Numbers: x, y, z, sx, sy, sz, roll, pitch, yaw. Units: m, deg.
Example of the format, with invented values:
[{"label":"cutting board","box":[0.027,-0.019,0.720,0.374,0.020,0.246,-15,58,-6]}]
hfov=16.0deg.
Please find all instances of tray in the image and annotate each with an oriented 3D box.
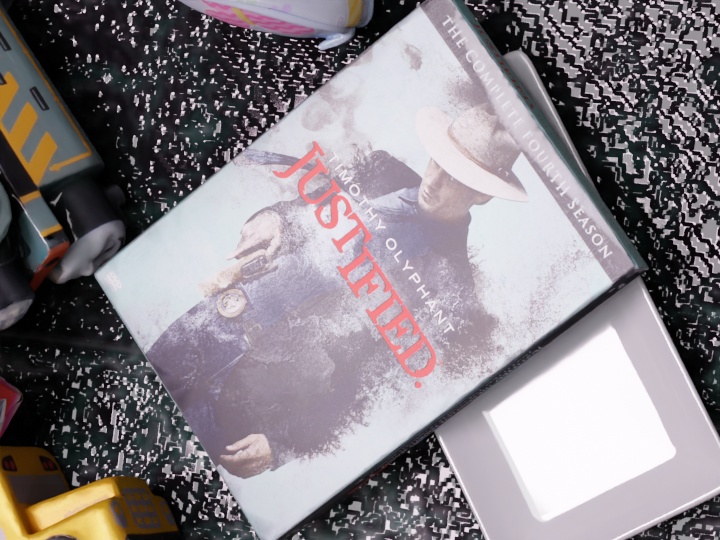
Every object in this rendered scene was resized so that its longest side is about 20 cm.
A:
[{"label":"tray","box":[0.067,0.021,1.054,0.107,0.022,0.200,-29,78,15]}]

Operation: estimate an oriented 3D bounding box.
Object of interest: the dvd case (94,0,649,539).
[{"label":"dvd case","box":[0.000,0.000,1.057,0.200,0.022,0.146,-37,75,16]}]

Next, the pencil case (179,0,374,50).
[{"label":"pencil case","box":[-0.022,-0.196,1.067,0.091,0.083,0.200,13,91,-17]}]

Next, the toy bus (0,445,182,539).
[{"label":"toy bus","box":[-0.180,0.137,1.115,0.200,0.065,0.078,-28,76,17]}]

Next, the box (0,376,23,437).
[{"label":"box","box":[-0.256,0.040,1.094,0.200,0.100,0.096,26,83,36]}]

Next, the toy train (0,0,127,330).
[{"label":"toy train","box":[-0.182,-0.069,1.104,0.200,0.114,0.085,56,144,10]}]
